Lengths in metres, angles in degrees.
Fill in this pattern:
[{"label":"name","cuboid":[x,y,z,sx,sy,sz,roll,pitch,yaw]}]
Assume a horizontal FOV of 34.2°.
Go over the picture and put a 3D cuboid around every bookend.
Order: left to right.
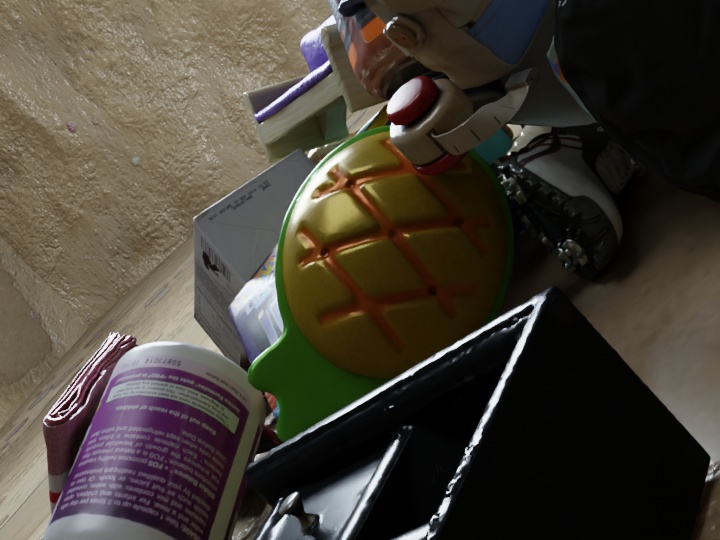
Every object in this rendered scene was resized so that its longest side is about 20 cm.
[{"label":"bookend","cuboid":[0.001,0.134,0.414,0.200,0.092,0.199,-35,14,43]}]

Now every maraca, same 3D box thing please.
[{"label":"maraca","cuboid":[0.012,0.011,0.673,0.107,0.136,0.202,64,-135,-75]}]

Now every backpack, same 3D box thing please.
[{"label":"backpack","cuboid":[0.176,-0.124,0.604,0.127,0.167,0.200,-43,4,31]}]

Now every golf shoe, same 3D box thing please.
[{"label":"golf shoe","cuboid":[0.132,-0.057,0.715,0.088,0.077,0.200,-35,12,6]}]

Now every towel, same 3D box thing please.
[{"label":"towel","cuboid":[-0.184,0.163,0.834,0.022,0.202,0.144,3,22,7]}]

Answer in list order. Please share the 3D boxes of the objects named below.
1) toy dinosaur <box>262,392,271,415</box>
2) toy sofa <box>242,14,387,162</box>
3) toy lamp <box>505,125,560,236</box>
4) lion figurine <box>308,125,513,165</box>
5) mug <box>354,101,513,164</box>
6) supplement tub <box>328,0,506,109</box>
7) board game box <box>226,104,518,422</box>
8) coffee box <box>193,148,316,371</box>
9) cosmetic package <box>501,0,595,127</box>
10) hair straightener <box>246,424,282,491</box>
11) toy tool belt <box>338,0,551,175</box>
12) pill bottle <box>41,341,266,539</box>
[{"label":"toy dinosaur","cuboid":[-0.072,0.094,0.958,0.200,0.047,0.088,-50,-5,-19]},{"label":"toy sofa","cuboid":[-0.025,-0.160,0.933,0.082,0.099,0.200,-22,2,-24]},{"label":"toy lamp","cuboid":[0.118,-0.077,0.885,0.058,0.058,0.200,-34,14,41]},{"label":"lion figurine","cuboid":[0.050,-0.124,1.126,0.200,0.123,0.072,-43,11,0]},{"label":"mug","cuboid":[0.054,-0.083,0.976,0.152,0.114,0.185,-45,11,-10]},{"label":"supplement tub","cuboid":[0.030,-0.187,0.772,0.106,0.202,0.107,-18,-13,-4]},{"label":"board game box","cuboid":[0.000,0.000,0.820,0.200,0.057,0.166,-51,28,9]},{"label":"coffee box","cuboid":[-0.078,0.000,1.011,0.113,0.080,0.200,-36,-16,-20]},{"label":"cosmetic package","cuboid":[0.145,-0.239,0.809,0.200,0.122,0.201,111,152,-46]},{"label":"hair straightener","cuboid":[-0.133,0.161,0.893,0.199,0.041,0.077,-15,44,49]},{"label":"toy tool belt","cuboid":[0.040,-0.165,0.638,0.124,0.123,0.201,-9,47,52]},{"label":"pill bottle","cuboid":[-0.134,0.153,0.733,0.112,0.112,0.201,-34,29,40]}]
